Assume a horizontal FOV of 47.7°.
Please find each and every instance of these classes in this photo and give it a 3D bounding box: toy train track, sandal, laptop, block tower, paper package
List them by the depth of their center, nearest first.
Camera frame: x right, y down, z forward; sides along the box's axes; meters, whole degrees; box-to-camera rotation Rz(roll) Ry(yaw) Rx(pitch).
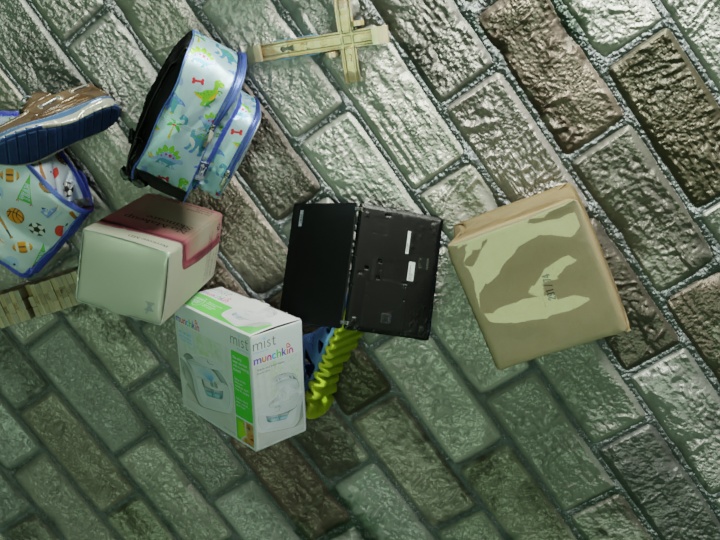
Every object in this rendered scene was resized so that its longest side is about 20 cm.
[{"bbox_3d":[-0.061,-0.306,1.105,0.199,0.033,0.115,-5,107,14],"label":"toy train track"},{"bbox_3d":[0.239,0.009,1.112,0.190,0.103,0.201,-20,104,17],"label":"paper package"},{"bbox_3d":[0.000,0.000,1.168,0.199,0.103,0.178,9,85,-16],"label":"laptop"},{"bbox_3d":[-0.061,0.121,1.226,0.087,0.079,0.200,33,105,27],"label":"sandal"},{"bbox_3d":[-0.512,0.043,1.299,0.199,0.058,0.054,-15,104,17],"label":"block tower"}]

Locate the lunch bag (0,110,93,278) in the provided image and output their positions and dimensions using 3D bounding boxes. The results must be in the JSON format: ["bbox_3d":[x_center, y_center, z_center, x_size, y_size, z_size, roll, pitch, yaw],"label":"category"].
[{"bbox_3d":[-0.508,-0.111,1.212,0.170,0.124,0.200,-42,87,21],"label":"lunch bag"}]

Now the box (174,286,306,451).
[{"bbox_3d":[-0.176,0.136,1.193,0.200,0.096,0.177,19,117,44],"label":"box"}]

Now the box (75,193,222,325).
[{"bbox_3d":[-0.293,-0.023,1.155,0.127,0.200,0.109,15,111,6],"label":"box"}]

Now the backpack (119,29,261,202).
[{"bbox_3d":[-0.216,-0.208,1.096,0.147,0.183,0.200,21,112,-21],"label":"backpack"}]

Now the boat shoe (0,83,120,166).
[{"bbox_3d":[-0.443,-0.209,1.145,0.072,0.200,0.072,47,140,16],"label":"boat shoe"}]
